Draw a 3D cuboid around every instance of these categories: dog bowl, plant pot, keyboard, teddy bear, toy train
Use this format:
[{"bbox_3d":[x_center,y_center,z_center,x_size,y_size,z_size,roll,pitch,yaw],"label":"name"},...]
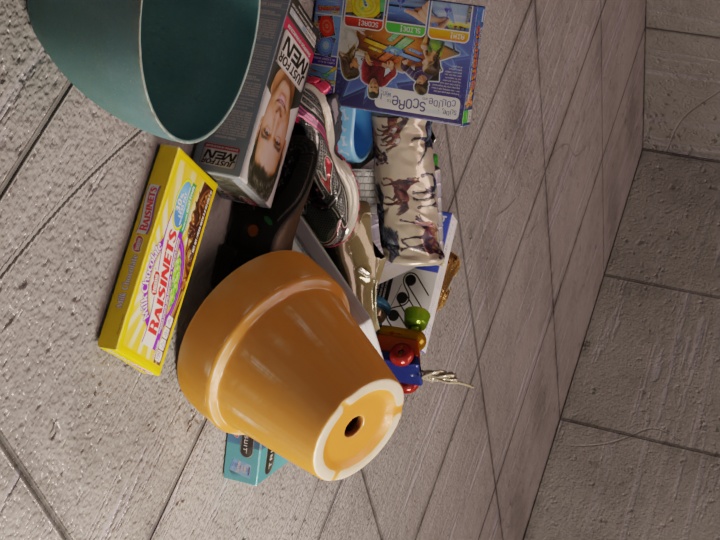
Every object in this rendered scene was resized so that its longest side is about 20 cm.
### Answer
[{"bbox_3d":[-0.010,-0.226,1.683,0.111,0.049,0.203,-32,131,-65],"label":"dog bowl"},{"bbox_3d":[-0.058,0.112,1.421,0.199,0.183,0.202,-31,141,-29],"label":"plant pot"},{"bbox_3d":[-0.178,-0.210,1.066,0.200,0.133,0.204,11,90,-71],"label":"plant pot"},{"bbox_3d":[0.002,-0.098,1.708,0.198,0.011,0.057,-2,101,-41],"label":"keyboard"},{"bbox_3d":[0.115,0.003,2.180,0.200,0.066,0.147,-32,140,-74],"label":"teddy bear"},{"bbox_3d":[0.074,0.101,1.891,0.085,0.197,0.117,76,27,-52],"label":"toy train"}]

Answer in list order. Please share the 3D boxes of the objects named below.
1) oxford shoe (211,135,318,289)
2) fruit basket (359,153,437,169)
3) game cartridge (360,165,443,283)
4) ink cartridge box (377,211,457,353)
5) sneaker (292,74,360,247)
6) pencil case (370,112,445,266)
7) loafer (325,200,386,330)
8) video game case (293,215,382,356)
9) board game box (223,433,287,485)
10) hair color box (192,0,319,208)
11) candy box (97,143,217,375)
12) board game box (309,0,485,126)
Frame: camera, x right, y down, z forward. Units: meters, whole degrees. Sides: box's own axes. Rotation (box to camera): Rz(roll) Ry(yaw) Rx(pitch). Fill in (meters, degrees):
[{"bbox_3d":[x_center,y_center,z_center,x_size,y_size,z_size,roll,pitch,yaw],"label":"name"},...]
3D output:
[{"bbox_3d":[-0.100,-0.052,1.499,0.202,0.072,0.084,-64,162,-6],"label":"oxford shoe"},{"bbox_3d":[0.028,-0.083,1.860,0.199,0.093,0.188,-35,135,-42],"label":"fruit basket"},{"bbox_3d":[0.027,-0.049,1.781,0.198,0.038,0.131,-23,126,-34],"label":"game cartridge"},{"bbox_3d":[0.071,0.009,1.988,0.044,0.093,0.203,43,60,-70],"label":"ink cartridge box"},{"bbox_3d":[-0.059,-0.117,1.566,0.075,0.080,0.203,-41,127,-43],"label":"sneaker"},{"bbox_3d":[0.062,-0.101,1.698,0.088,0.078,0.204,-8,97,-25],"label":"pencil case"},{"bbox_3d":[0.000,0.000,1.692,0.067,0.076,0.202,-21,126,-13],"label":"loafer"},{"bbox_3d":[-0.027,0.040,1.614,0.022,0.201,0.183,-29,145,-9],"label":"video game case"},{"bbox_3d":[-0.096,0.153,1.653,0.200,0.046,0.154,-27,126,-67],"label":"board game box"},{"bbox_3d":[-0.106,-0.178,1.412,0.099,0.060,0.203,44,60,-68],"label":"hair color box"},{"bbox_3d":[-0.192,-0.008,1.312,0.102,0.026,0.203,44,59,-65],"label":"candy box"},{"bbox_3d":[0.037,-0.248,1.577,0.034,0.197,0.138,-24,124,-67],"label":"board game box"}]
